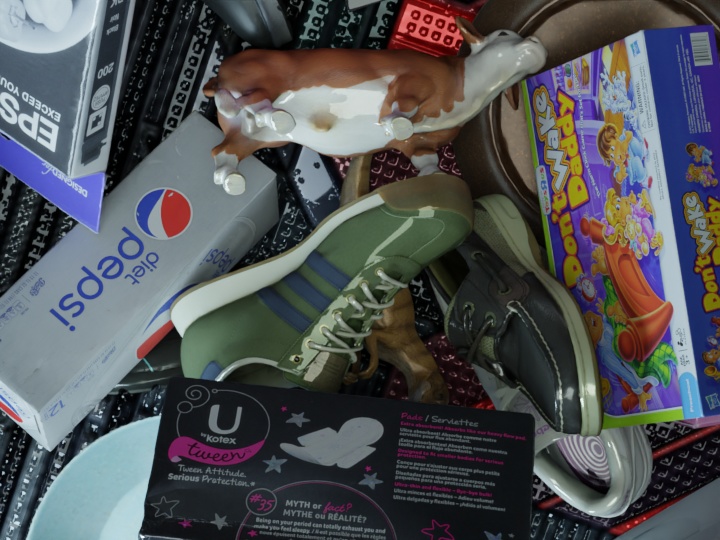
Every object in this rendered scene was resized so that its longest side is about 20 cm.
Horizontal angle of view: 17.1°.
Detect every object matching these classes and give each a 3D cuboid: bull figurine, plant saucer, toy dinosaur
[{"bbox_3d":[0.007,-0.092,1.354,0.200,0.121,0.065,-4,118,9],"label":"bull figurine"},{"bbox_3d":[-0.094,0.176,1.387,0.201,0.039,0.201,0,99,3],"label":"plant saucer"},{"bbox_3d":[0.151,-0.095,1.414,0.200,0.034,0.201,0,98,3],"label":"plant saucer"},{"bbox_3d":[0.000,0.000,1.427,0.106,0.060,0.200,-16,89,-1],"label":"toy dinosaur"}]

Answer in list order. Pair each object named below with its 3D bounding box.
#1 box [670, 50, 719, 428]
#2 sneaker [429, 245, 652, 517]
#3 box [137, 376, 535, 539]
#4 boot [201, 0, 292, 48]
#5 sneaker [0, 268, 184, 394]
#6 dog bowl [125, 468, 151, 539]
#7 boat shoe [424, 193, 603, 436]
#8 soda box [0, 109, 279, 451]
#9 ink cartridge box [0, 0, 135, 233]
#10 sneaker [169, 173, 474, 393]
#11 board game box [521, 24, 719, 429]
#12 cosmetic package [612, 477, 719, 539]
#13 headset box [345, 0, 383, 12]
[{"bbox_3d":[0.237,-0.025,1.355,0.176,0.097,0.200,-6,98,-24],"label":"box"},{"bbox_3d":[0.106,0.056,1.400,0.075,0.100,0.200,-35,89,15],"label":"sneaker"},{"bbox_3d":[-0.012,0.147,1.282,0.200,0.115,0.132,6,136,2],"label":"box"},{"bbox_3d":[-0.159,-0.166,1.398,0.200,0.066,0.165,-26,88,3],"label":"boot"},{"bbox_3d":[-0.162,0.035,1.425,0.200,0.075,0.079,-7,96,3],"label":"sneaker"},{"bbox_3d":[-0.038,0.166,1.440,0.200,0.074,0.201,0,99,3],"label":"dog bowl"},{"bbox_3d":[0.077,0.027,1.310,0.066,0.201,0.072,-10,126,-10],"label":"boat shoe"},{"bbox_3d":[-0.136,0.005,1.377,0.068,0.063,0.200,38,70,15],"label":"soda box"},{"bbox_3d":[-0.211,-0.139,1.318,0.198,0.043,0.200,34,132,24],"label":"ink cartridge box"},{"bbox_3d":[-0.016,0.028,1.317,0.200,0.067,0.090,-26,58,26],"label":"sneaker"},{"bbox_3d":[0.150,-0.018,1.278,0.045,0.134,0.200,-6,85,-25],"label":"board game box"},{"bbox_3d":[0.198,0.221,1.373,0.199,0.200,0.123,-31,96,7],"label":"cosmetic package"},{"bbox_3d":[0.066,-0.249,1.372,0.200,0.077,0.149,-18,98,4],"label":"headset box"}]
